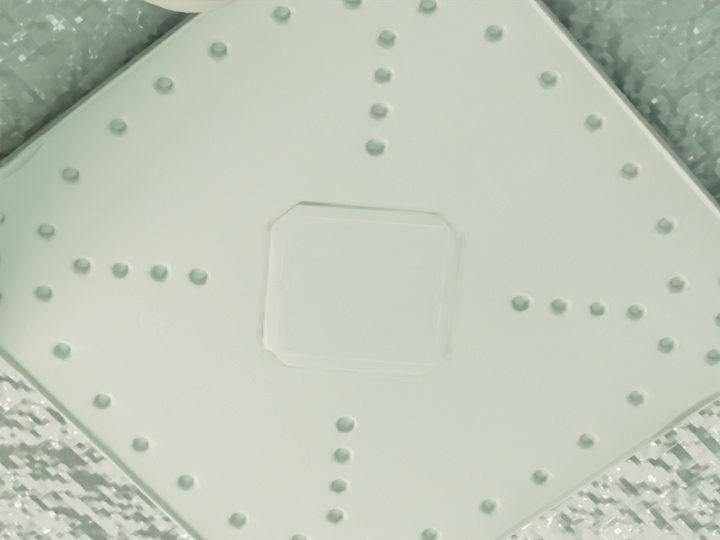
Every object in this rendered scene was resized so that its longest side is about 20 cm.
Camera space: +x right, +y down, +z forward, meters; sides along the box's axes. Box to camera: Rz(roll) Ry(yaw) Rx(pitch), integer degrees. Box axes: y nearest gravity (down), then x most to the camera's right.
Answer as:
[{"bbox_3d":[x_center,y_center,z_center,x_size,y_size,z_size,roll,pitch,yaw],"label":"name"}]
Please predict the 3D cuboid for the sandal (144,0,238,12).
[{"bbox_3d":[-0.076,-0.161,0.753,0.082,0.050,0.203,-43,103,-21],"label":"sandal"}]

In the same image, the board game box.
[{"bbox_3d":[0.000,0.000,0.890,0.200,0.026,0.200,-36,115,19],"label":"board game box"}]
